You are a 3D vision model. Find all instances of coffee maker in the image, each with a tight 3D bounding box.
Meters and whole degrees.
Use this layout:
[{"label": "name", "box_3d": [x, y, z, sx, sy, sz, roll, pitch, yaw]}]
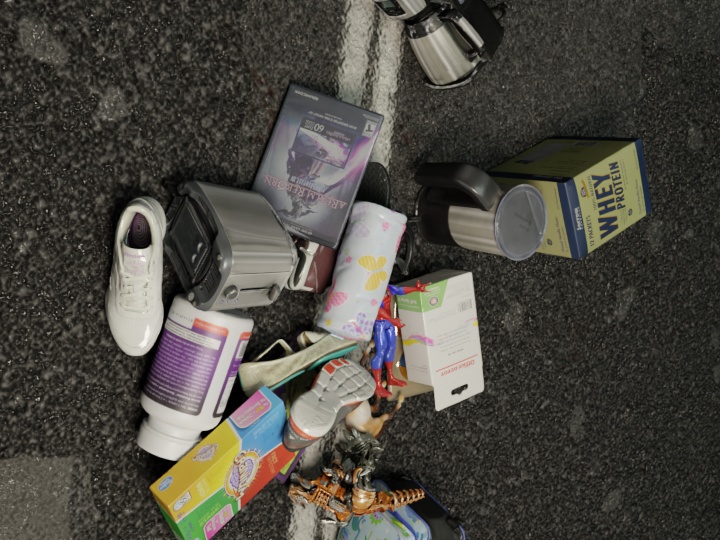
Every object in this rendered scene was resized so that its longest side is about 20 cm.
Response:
[{"label": "coffee maker", "box_3d": [0.120, -0.409, 1.321, 0.200, 0.134, 0.193, 50, 45, -34]}]

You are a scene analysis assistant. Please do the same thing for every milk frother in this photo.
[{"label": "milk frother", "box_3d": [0.152, -0.056, 1.356, 0.180, 0.188, 0.202, 23, 84, -37]}]

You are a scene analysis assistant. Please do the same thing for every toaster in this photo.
[{"label": "toaster", "box_3d": [-0.173, -0.036, 1.129, 0.128, 0.200, 0.114, 4, 130, -42]}]

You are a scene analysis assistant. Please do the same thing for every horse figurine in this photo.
[{"label": "horse figurine", "box_3d": [0.002, 0.204, 1.352, 0.133, 0.050, 0.201, -50, 133, -31]}]

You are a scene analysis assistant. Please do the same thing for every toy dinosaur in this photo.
[{"label": "toy dinosaur", "box_3d": [-0.008, 0.326, 1.324, 0.199, 0.102, 0.137, 21, 56, -25]}]

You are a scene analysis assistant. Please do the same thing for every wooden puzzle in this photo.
[{"label": "wooden puzzle", "box_3d": [0.122, 0.112, 1.454, 0.184, 0.046, 0.202, -8, 103, -37]}]

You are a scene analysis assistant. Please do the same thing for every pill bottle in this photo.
[{"label": "pill bottle", "box_3d": [-0.223, 0.141, 1.144, 0.111, 0.111, 0.202, 19, 91, -38]}]

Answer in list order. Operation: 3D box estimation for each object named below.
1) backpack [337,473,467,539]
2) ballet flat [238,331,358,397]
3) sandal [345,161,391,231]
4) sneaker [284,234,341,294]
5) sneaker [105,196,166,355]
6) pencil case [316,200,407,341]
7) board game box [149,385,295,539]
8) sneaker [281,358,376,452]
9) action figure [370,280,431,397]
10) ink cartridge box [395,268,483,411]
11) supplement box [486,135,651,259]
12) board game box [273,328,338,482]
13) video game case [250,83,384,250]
[{"label": "backpack", "box_3d": [0.048, 0.453, 1.377, 0.146, 0.183, 0.202, 10, 102, -35]}, {"label": "ballet flat", "box_3d": [-0.088, 0.120, 1.252, 0.199, 0.067, 0.063, -24, 83, -36]}, {"label": "sandal", "box_3d": [0.013, -0.069, 1.331, 0.048, 0.075, 0.202, -31, 128, -60]}, {"label": "sneaker", "box_3d": [-0.048, -0.058, 1.285, 0.115, 0.075, 0.201, 25, 87, -49]}, {"label": "sneaker", "box_3d": [-0.284, 0.008, 1.079, 0.074, 0.100, 0.202, 2, 93, -7]}, {"label": "pencil case", "box_3d": [0.000, 0.000, 1.241, 0.083, 0.091, 0.202, 19, 83, -27]}, {"label": "board game box", "box_3d": [-0.179, 0.270, 1.174, 0.200, 0.040, 0.154, -41, 149, -26]}, {"label": "sneaker", "box_3d": [-0.053, 0.191, 1.232, 0.200, 0.077, 0.082, -28, 157, -55]}, {"label": "action figure", "box_3d": [0.056, 0.087, 1.298, 0.065, 0.098, 0.202, -27, 112, -50]}, {"label": "ink cartridge box", "box_3d": [0.129, 0.109, 1.392, 0.116, 0.067, 0.202, -16, 103, -35]}, {"label": "supplement box", "box_3d": [0.351, -0.132, 1.490, 0.199, 0.199, 0.135, -29, 114, -29]}, {"label": "board game box", "box_3d": [-0.104, 0.203, 1.307, 0.120, 0.032, 0.201, 47, 69, -38]}, {"label": "video game case", "box_3d": [-0.066, -0.147, 1.220, 0.142, 0.019, 0.201, 20, 84, 5]}]
